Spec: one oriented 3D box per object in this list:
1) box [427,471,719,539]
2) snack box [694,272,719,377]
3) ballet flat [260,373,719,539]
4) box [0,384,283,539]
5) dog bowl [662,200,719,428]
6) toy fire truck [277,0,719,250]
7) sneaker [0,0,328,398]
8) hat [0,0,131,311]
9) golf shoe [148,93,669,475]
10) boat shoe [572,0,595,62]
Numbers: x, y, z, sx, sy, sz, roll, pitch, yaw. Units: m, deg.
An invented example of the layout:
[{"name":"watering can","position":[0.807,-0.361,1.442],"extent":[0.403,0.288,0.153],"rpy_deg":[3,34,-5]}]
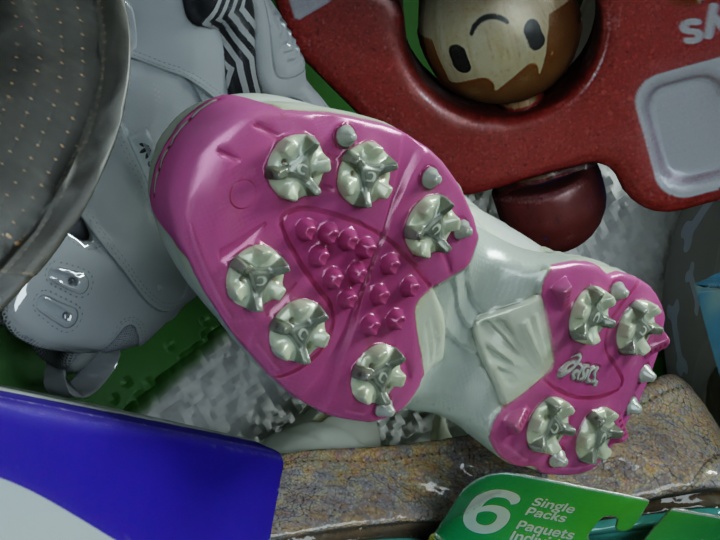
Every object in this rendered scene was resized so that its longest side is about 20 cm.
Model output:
[{"name":"box","position":[0.051,0.158,0.815],"extent":[0.117,0.048,0.201],"rpy_deg":[12,109,-25]},{"name":"snack box","position":[0.208,0.025,0.874],"extent":[0.199,0.037,0.117],"rpy_deg":[-22,99,-24]},{"name":"ballet flat","position":[0.019,0.066,0.831],"extent":[0.199,0.068,0.067],"rpy_deg":[-5,62,-17]},{"name":"box","position":[-0.125,0.125,0.698],"extent":[0.184,0.105,0.201],"rpy_deg":[17,82,-58]},{"name":"dog bowl","position":[0.188,0.015,0.917],"extent":[0.199,0.059,0.201],"rpy_deg":[0,90,-27]},{"name":"toy fire truck","position":[0.076,-0.092,0.805],"extent":[0.199,0.112,0.169],"rpy_deg":[-16,110,6]},{"name":"sneaker","position":[-0.082,-0.050,0.747],"extent":[0.115,0.075,0.200],"rpy_deg":[-47,138,-14]},{"name":"hat","position":[-0.156,-0.046,0.627],"extent":[0.200,0.081,0.201],"rpy_deg":[5,66,-11]},{"name":"golf shoe","position":[0.000,0.000,0.756],"extent":[0.200,0.091,0.076],"rpy_deg":[30,89,-47]},{"name":"boat shoe","position":[0.146,-0.117,0.885],"extent":[0.071,0.064,0.200],"rpy_deg":[42,95,15]}]
